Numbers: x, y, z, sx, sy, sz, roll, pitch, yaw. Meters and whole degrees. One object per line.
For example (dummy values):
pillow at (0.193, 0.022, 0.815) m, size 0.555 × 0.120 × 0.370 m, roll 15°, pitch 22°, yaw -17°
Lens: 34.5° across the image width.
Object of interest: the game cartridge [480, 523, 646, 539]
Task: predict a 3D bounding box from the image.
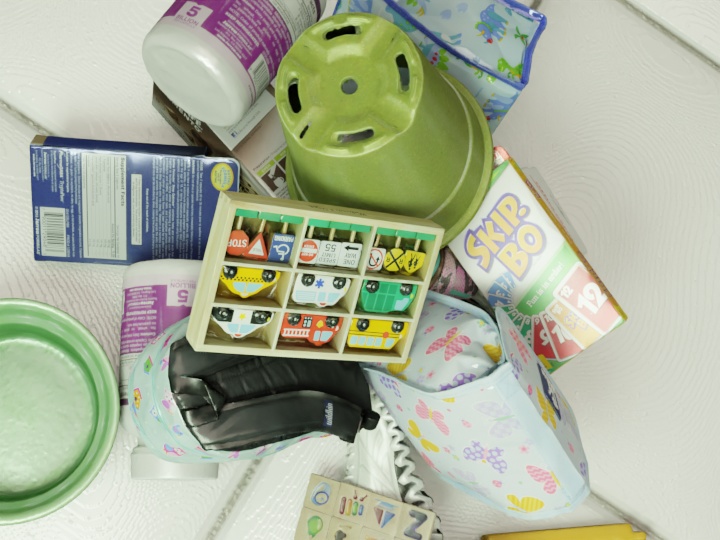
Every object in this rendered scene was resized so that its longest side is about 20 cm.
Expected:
game cartridge at (0.215, 0.363, 1.169) m, size 0.174 × 0.032 × 0.202 m, roll -2°, pitch 80°, yaw -11°

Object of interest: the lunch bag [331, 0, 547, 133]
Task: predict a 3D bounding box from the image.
lunch bag at (0.061, -0.217, 1.170) m, size 0.198 × 0.170 × 0.128 m, roll 23°, pitch 56°, yaw -6°

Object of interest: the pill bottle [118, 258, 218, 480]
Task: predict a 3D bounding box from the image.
pill bottle at (-0.174, 0.097, 1.102) m, size 0.111 × 0.112 × 0.202 m, roll 1°, pitch 80°, yaw -11°

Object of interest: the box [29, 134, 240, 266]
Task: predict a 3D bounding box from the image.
box at (-0.217, -0.063, 1.125) m, size 0.197 × 0.032 × 0.122 m, roll 4°, pitch 114°, yaw -3°

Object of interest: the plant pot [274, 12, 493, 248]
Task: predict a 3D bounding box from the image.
plant pot at (0.007, -0.124, 0.993) m, size 0.198 × 0.190 × 0.202 m, roll -3°, pitch 77°, yaw 12°

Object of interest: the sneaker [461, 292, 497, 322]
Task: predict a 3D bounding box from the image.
sneaker at (0.062, 0.020, 1.184) m, size 0.198 × 0.071 × 0.074 m, roll 23°, pitch 76°, yaw -4°

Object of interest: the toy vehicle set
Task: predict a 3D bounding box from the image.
toy vehicle set at (-0.035, 0.009, 0.948) m, size 0.198 × 0.026 × 0.126 m, roll 6°, pitch 108°, yaw -30°

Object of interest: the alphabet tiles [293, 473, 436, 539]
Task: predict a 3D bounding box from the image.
alphabet tiles at (0.020, 0.301, 1.095) m, size 0.198 × 0.008 × 0.169 m, roll 14°, pitch 86°, yaw 21°

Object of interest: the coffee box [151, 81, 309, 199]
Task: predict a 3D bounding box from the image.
coffee box at (-0.114, -0.136, 1.158) m, size 0.080 × 0.113 × 0.200 m, roll -42°, pitch 90°, yaw -16°

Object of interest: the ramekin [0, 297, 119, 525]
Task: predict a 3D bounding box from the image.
ramekin at (-0.323, 0.132, 1.074) m, size 0.198 × 0.098 × 0.202 m, roll 2°, pitch 79°, yaw -10°

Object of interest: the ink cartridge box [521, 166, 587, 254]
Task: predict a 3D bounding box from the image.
ink cartridge box at (0.165, -0.038, 1.184) m, size 0.068 × 0.200 × 0.117 m, roll -32°, pitch 86°, yaw 20°

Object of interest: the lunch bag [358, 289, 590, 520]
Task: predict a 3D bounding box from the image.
lunch bag at (0.112, 0.120, 1.040) m, size 0.127 × 0.200 × 0.170 m, roll -43°, pitch 115°, yaw -14°

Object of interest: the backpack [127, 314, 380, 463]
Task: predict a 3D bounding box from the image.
backpack at (-0.099, 0.098, 1.011) m, size 0.199 × 0.126 × 0.168 m, roll -16°, pitch 80°, yaw -40°

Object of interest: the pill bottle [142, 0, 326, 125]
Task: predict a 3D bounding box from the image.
pill bottle at (-0.101, -0.240, 1.060) m, size 0.112 × 0.112 × 0.201 m, roll 35°, pitch 67°, yaw -3°

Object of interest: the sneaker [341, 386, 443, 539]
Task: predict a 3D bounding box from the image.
sneaker at (0.013, 0.189, 1.146) m, size 0.080 × 0.075 × 0.202 m, roll -21°, pitch 83°, yaw -5°

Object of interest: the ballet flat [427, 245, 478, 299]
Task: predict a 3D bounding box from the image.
ballet flat at (0.075, -0.037, 1.173) m, size 0.071 × 0.201 × 0.069 m, roll 25°, pitch 119°, yaw -29°

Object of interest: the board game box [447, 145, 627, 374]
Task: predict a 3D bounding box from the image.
board game box at (0.150, -0.009, 1.074) m, size 0.095 × 0.030 × 0.201 m, roll -37°, pitch 82°, yaw 20°
